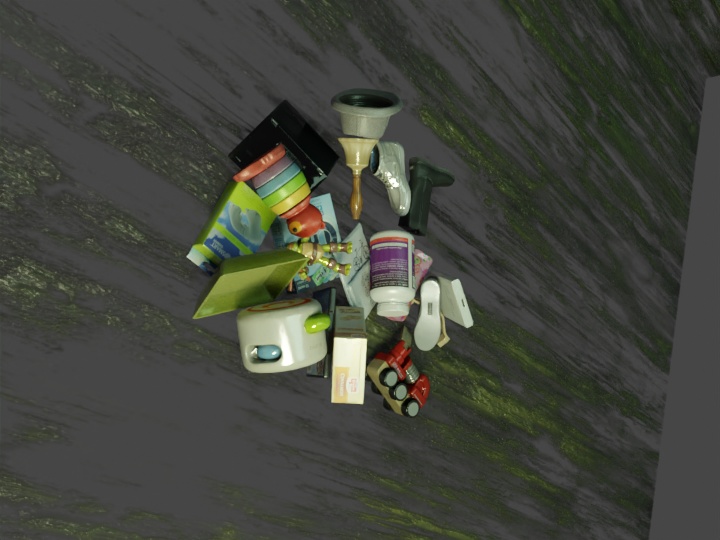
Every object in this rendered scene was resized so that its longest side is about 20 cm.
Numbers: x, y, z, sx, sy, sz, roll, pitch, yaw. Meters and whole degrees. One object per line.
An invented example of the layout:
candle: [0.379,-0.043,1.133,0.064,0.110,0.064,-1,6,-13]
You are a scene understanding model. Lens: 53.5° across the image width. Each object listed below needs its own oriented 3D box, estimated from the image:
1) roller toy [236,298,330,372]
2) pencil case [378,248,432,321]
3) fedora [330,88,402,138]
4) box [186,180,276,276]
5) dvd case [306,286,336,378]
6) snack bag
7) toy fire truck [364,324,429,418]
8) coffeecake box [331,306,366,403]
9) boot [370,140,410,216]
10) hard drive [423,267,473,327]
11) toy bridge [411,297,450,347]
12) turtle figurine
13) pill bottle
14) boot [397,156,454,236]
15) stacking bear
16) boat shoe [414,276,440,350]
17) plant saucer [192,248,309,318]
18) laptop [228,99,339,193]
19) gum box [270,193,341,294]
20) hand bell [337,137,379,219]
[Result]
roller toy: [-0.166,0.141,1.514,0.182,0.200,0.140,-10,96,-19]
pencil case: [0.117,0.033,1.871,0.087,0.087,0.200,46,57,-32]
fedora: [0.013,-0.380,1.759,0.200,0.176,0.091,-77,173,-63]
box: [-0.270,-0.079,1.520,0.122,0.048,0.201,43,58,-33]
dvd case: [-0.089,0.143,1.620,0.017,0.143,0.201,7,81,-20]
snack bag: [0.000,0.000,1.756,0.189,0.021,0.201,-50,126,-55]
toy fire truck: [0.113,0.248,1.839,0.200,0.128,0.176,-48,119,-25]
coffeecake box: [-0.027,0.186,1.615,0.073,0.200,0.154,3,106,-2]
boot: [0.069,-0.240,1.862,0.095,0.073,0.201,-1,79,-39]
hard drive: [0.230,0.069,1.905,0.026,0.200,0.132,-23,105,-12]
toy bridge: [0.190,0.130,1.948,0.067,0.027,0.200,-39,121,7]
turtle figurine: [-0.102,-0.030,1.601,0.161,0.064,0.201,12,61,-20]
pill bottle: [0.078,0.008,1.758,0.112,0.112,0.201,15,69,-43]
boot: [0.184,-0.189,1.964,0.164,0.066,0.201,18,71,-34]
stacking bear: [-0.155,-0.158,1.524,0.200,0.121,0.114,56,34,-14]
boat shoe: [0.183,0.112,1.884,0.057,0.068,0.201,-57,153,-71]
plant saucer: [-0.232,0.018,1.453,0.199,0.200,0.048,-12,69,-36]
laptop: [-0.168,-0.260,1.628,0.200,0.116,0.187,-46,103,-5]
gum box: [-0.121,-0.065,1.668,0.170,0.044,0.201,-22,101,-43]
hand bell: [-0.010,-0.229,1.782,0.104,0.104,0.201,-9,106,-45]
